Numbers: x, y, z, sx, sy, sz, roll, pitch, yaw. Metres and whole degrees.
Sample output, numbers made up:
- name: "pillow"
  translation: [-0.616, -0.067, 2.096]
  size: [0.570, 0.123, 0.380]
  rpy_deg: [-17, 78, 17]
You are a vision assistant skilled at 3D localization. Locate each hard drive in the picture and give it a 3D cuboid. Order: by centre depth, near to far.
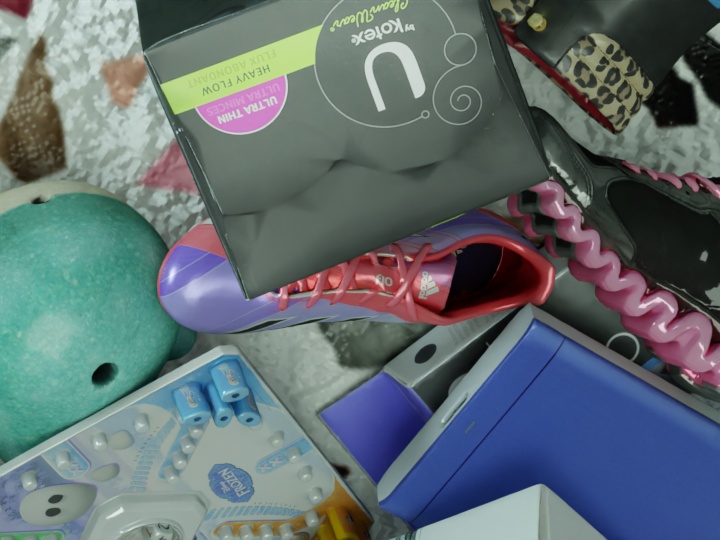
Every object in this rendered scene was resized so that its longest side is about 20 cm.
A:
- name: "hard drive"
  translation: [0.127, 0.113, 1.254]
  size: [0.200, 0.025, 0.132]
  rpy_deg: [29, 115, -20]

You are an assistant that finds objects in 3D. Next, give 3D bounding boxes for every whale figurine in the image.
- name: "whale figurine"
  translation: [-0.145, 0.057, 1.208]
  size: [0.159, 0.104, 0.200]
  rpy_deg: [-16, 124, -27]

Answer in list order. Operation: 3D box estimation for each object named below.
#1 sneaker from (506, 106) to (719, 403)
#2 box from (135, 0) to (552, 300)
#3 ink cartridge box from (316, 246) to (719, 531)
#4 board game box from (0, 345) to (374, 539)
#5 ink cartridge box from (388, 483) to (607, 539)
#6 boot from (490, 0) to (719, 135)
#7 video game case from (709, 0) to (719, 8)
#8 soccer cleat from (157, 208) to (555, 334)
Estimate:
- name: "sneaker"
  translation: [0.147, -0.022, 1.204]
  size: [0.200, 0.079, 0.095]
  rpy_deg: [43, 86, -22]
- name: "box"
  translation: [-0.015, -0.097, 1.120]
  size: [0.148, 0.200, 0.124]
  rpy_deg: [-22, 112, 2]
- name: "ink cartridge box"
  translation: [0.113, 0.095, 1.294]
  size: [0.200, 0.043, 0.198]
  rpy_deg: [-36, 111, 8]
- name: "board game box"
  translation: [-0.109, 0.139, 1.239]
  size: [0.200, 0.026, 0.200]
  rpy_deg: [-29, 143, 4]
- name: "ink cartridge box"
  translation: [0.050, 0.202, 1.247]
  size: [0.200, 0.083, 0.147]
  rpy_deg: [-23, 133, 28]
- name: "boot"
  translation: [0.112, -0.174, 1.168]
  size: [0.200, 0.073, 0.151]
  rpy_deg: [42, 91, -26]
- name: "video game case"
  translation: [0.160, -0.239, 1.105]
  size: [0.143, 0.018, 0.200]
  rpy_deg: [36, 69, -39]
- name: "soccer cleat"
  translation: [0.000, 0.000, 1.192]
  size: [0.200, 0.076, 0.067]
  rpy_deg: [-4, 106, -32]
